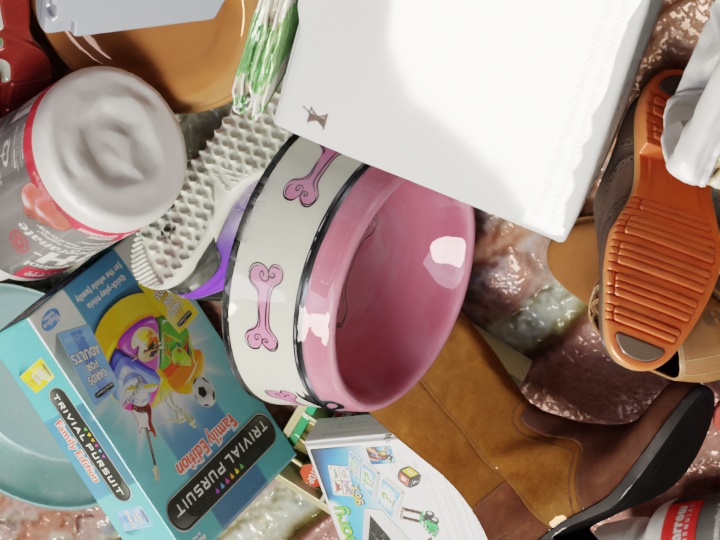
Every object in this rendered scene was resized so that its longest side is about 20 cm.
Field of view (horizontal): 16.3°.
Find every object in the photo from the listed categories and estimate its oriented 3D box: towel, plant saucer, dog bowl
[{"bbox_3d":[-0.031,-0.207,1.512,0.023,0.153,0.201,19,128,5],"label":"towel"},{"bbox_3d":[-0.238,0.086,1.867,0.199,0.036,0.201,11,124,16],"label":"plant saucer"},{"bbox_3d":[0.000,0.000,1.597,0.073,0.200,0.201,20,128,29],"label":"dog bowl"},{"bbox_3d":[-0.141,-0.188,1.645,0.199,0.038,0.201,11,125,16],"label":"plant saucer"}]

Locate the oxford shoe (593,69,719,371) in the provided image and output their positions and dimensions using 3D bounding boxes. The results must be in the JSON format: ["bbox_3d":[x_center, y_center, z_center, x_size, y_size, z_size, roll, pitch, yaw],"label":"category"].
[{"bbox_3d":[0.175,-0.021,1.527,0.071,0.201,0.073,23,150,-13],"label":"oxford shoe"}]

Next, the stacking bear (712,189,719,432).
[{"bbox_3d":[0.271,0.004,1.552,0.113,0.121,0.201,-18,110,-15],"label":"stacking bear"}]

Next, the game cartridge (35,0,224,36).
[{"bbox_3d":[-0.122,-0.232,1.513,0.132,0.041,0.201,-6,137,-21],"label":"game cartridge"}]

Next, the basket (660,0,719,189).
[{"bbox_3d":[0.275,-0.128,1.382,0.160,0.198,0.201,22,104,1],"label":"basket"}]

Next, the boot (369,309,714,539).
[{"bbox_3d":[0.116,0.087,1.650,0.200,0.068,0.189,49,121,25],"label":"boot"}]

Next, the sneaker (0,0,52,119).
[{"bbox_3d":[-0.258,-0.183,1.690,0.078,0.116,0.200,-12,153,-17],"label":"sneaker"}]

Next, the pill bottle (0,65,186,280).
[{"bbox_3d":[-0.211,-0.056,1.698,0.111,0.111,0.200,49,144,-12],"label":"pill bottle"}]

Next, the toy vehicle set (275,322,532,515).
[{"bbox_3d":[0.023,0.103,1.772,0.124,0.027,0.201,31,128,1],"label":"toy vehicle set"}]

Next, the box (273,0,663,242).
[{"bbox_3d":[0.075,-0.158,1.513,0.199,0.131,0.200,23,128,8],"label":"box"}]

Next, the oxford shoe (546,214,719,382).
[{"bbox_3d":[0.166,0.016,1.573,0.200,0.071,0.072,32,133,56],"label":"oxford shoe"}]

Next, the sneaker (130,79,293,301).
[{"bbox_3d":[-0.058,-0.054,1.683,0.200,0.070,0.099,-44,138,18],"label":"sneaker"}]

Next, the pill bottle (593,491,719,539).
[{"bbox_3d":[0.257,0.203,1.682,0.199,0.114,0.114,-12,116,28],"label":"pill bottle"}]

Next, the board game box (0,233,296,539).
[{"bbox_3d":[-0.146,0.088,1.738,0.047,0.151,0.201,-27,101,38],"label":"board game box"}]

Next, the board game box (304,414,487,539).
[{"bbox_3d":[0.050,0.190,1.777,0.125,0.035,0.201,-6,119,25],"label":"board game box"}]
